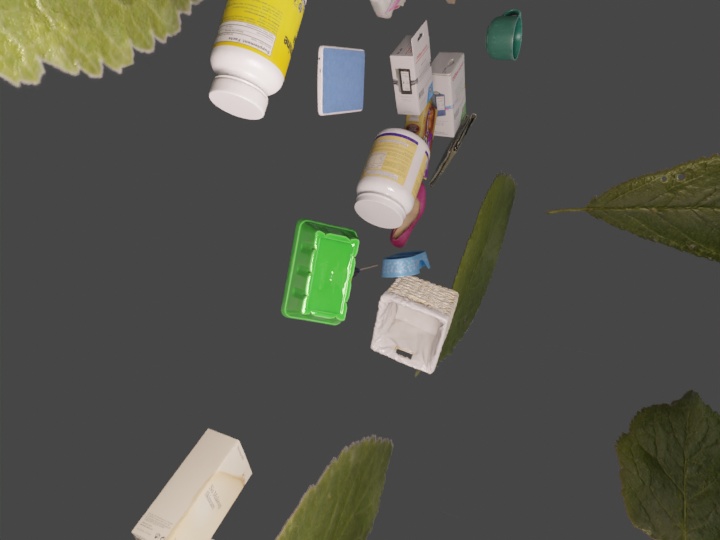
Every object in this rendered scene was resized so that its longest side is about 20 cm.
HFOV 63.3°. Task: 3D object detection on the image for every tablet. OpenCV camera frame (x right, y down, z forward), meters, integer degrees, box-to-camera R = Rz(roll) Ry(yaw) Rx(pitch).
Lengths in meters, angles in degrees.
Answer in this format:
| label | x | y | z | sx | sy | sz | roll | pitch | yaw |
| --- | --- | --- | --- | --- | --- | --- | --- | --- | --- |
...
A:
| label | x | y | z | sx | sy | sz | roll | pitch | yaw |
| --- | --- | --- | --- | --- | --- | --- | --- | --- | --- |
| tablet | -0.038 | -0.398 | 1.226 | 0.200 | 0.013 | 0.133 | -34 | 130 | -60 |

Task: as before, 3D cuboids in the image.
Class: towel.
| label | x | y | z | sx | sy | sz | roll | pitch | yaw |
| --- | --- | --- | --- | --- | --- | --- | --- | --- | --- |
| towel | 0.286 | -0.384 | 1.845 | 0.194 | 0.034 | 0.200 | -59 | -179 | -31 |

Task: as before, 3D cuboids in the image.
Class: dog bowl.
| label | x | y | z | sx | sy | sz | roll | pitch | yaw |
| --- | --- | --- | --- | --- | --- | --- | --- | --- | --- |
| dog bowl | 0.128 | -0.020 | 1.657 | 0.199 | 0.110 | 0.051 | -21 | 106 | -63 |

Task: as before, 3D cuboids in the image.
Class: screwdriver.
| label | x | y | z | sx | sy | sz | roll | pitch | yaw |
| --- | --- | --- | --- | --- | --- | --- | --- | --- | --- |
| screwdriver | 0.000 | 0.000 | 1.471 | 0.029 | 0.028 | 0.199 | -52 | 164 | 18 |

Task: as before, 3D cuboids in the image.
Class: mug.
| label | x | y | z | sx | sy | sz | roll | pitch | yaw |
| --- | --- | --- | --- | --- | --- | --- | --- | --- | --- |
| mug | 0.539 | -0.880 | 2.200 | 0.186 | 0.112 | 0.154 | -56 | 147 | -43 |

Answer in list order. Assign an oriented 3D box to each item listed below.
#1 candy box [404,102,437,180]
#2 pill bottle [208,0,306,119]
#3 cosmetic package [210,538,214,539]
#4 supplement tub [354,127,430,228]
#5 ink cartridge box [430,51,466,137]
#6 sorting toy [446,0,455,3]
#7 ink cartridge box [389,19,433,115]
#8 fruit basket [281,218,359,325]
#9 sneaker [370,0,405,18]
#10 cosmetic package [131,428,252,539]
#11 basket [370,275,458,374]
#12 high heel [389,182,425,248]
| label | x | y | z | sx | sy | sz | roll | pitch | yaw |
| --- | --- | --- | --- | --- | --- | --- | --- | --- | --- |
| candy box | 0.161 | -0.365 | 1.639 | 0.116 | 0.055 | 0.204 | 3 | 96 | -66 |
| pill bottle | -0.156 | -0.336 | 0.865 | 0.112 | 0.111 | 0.204 | 32 | 72 | -65 |
| cosmetic package | -0.301 | 0.551 | 0.956 | 0.200 | 0.083 | 0.109 | -50 | 146 | -50 |
| supplement tub | 0.074 | -0.219 | 1.395 | 0.203 | 0.143 | 0.146 | -69 | 154 | -20 |
| ink cartridge box | 0.257 | -0.527 | 1.748 | 0.202 | 0.086 | 0.146 | 80 | 30 | -44 |
| sorting toy | 0.205 | -0.837 | 1.518 | 0.198 | 0.068 | 0.204 | 1 | 99 | -66 |
| ink cartridge box | 0.131 | -0.517 | 1.490 | 0.202 | 0.067 | 0.117 | 78 | 33 | -43 |
| fruit basket | -0.078 | 0.005 | 1.207 | 0.215 | 0.153 | 0.220 | -169 | -90 | -71 |
| sneaker | 0.071 | -0.638 | 1.300 | 0.201 | 0.080 | 0.089 | -56 | 150 | -26 |
| cosmetic package | -0.271 | 0.380 | 0.966 | 0.201 | 0.072 | 0.105 | -55 | 147 | -41 |
| basket | 0.154 | 0.140 | 1.641 | 0.161 | 0.195 | 0.203 | -52 | 158 | -52 |
| high heel | 0.137 | -0.162 | 1.653 | 0.096 | 0.066 | 0.204 | 29 | 76 | -76 |
